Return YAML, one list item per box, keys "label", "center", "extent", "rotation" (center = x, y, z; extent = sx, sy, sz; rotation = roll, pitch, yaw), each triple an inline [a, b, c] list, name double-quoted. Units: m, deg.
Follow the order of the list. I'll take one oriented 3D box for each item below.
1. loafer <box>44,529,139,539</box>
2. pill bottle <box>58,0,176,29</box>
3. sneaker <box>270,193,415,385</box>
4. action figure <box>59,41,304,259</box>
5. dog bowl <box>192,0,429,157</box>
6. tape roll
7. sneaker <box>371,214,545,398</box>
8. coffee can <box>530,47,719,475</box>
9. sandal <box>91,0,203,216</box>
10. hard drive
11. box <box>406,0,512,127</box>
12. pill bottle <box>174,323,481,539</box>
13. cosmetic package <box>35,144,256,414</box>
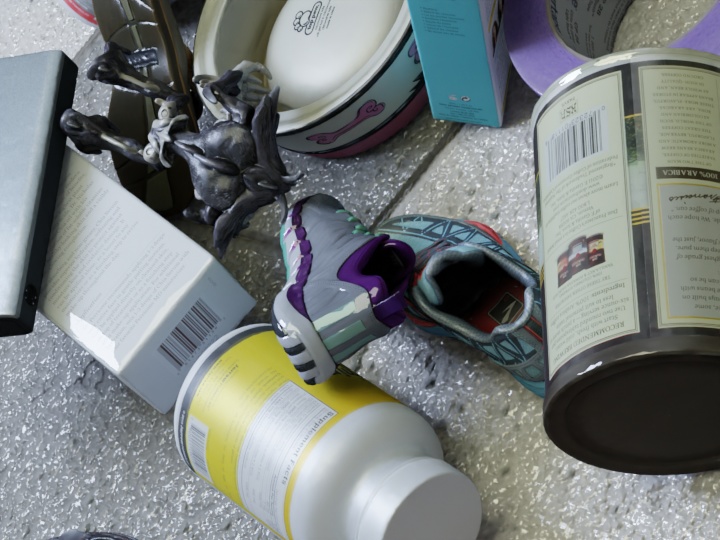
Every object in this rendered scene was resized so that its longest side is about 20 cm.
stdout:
- label: "loafer"
  center: [-0.166, 0.203, 1.566]
  extent: [0.199, 0.063, 0.072]
  rotation: [7, 69, 40]
- label: "pill bottle"
  center: [-0.147, -0.262, 1.745]
  extent: [0.200, 0.113, 0.115]
  rotation: [-30, 44, 54]
- label: "sneaker"
  center: [0.000, 0.000, 1.484]
  extent: [0.087, 0.075, 0.200]
  rotation: [-26, 24, 14]
- label: "action figure"
  center: [-0.098, -0.084, 1.572]
  extent: [0.199, 0.102, 0.120]
  rotation: [27, 108, 31]
- label: "dog bowl"
  center: [-0.018, -0.167, 1.663]
  extent: [0.199, 0.074, 0.201]
  rotation: [-19, 55, 29]
- label: "tape roll"
  center: [0.194, -0.168, 1.490]
  extent: [0.199, 0.085, 0.201]
  rotation: [-19, 55, 29]
- label: "sneaker"
  center: [0.066, 0.003, 1.480]
  extent: [0.200, 0.095, 0.080]
  rotation: [29, 83, 44]
- label: "coffee can"
  center: [0.173, -0.005, 1.364]
  extent: [0.146, 0.146, 0.201]
  rotation: [-19, 54, 29]
- label: "sandal"
  center: [-0.146, -0.140, 1.711]
  extent: [0.081, 0.054, 0.202]
  rotation: [-5, 100, 39]
- label: "hard drive"
  center: [-0.269, -0.049, 1.613]
  extent: [0.139, 0.033, 0.201]
  rotation: [-6, 62, 24]
- label: "box"
  center: [0.065, -0.174, 1.513]
  extent: [0.049, 0.200, 0.083]
  rotation: [7, 66, 12]
- label: "pill bottle"
  center: [-0.019, 0.119, 1.466]
  extent: [0.200, 0.112, 0.112]
  rotation: [31, 85, 44]
- label: "cosmetic package"
  center: [-0.176, -0.003, 1.607]
  extent: [0.200, 0.071, 0.102]
  rotation: [36, 83, 35]
